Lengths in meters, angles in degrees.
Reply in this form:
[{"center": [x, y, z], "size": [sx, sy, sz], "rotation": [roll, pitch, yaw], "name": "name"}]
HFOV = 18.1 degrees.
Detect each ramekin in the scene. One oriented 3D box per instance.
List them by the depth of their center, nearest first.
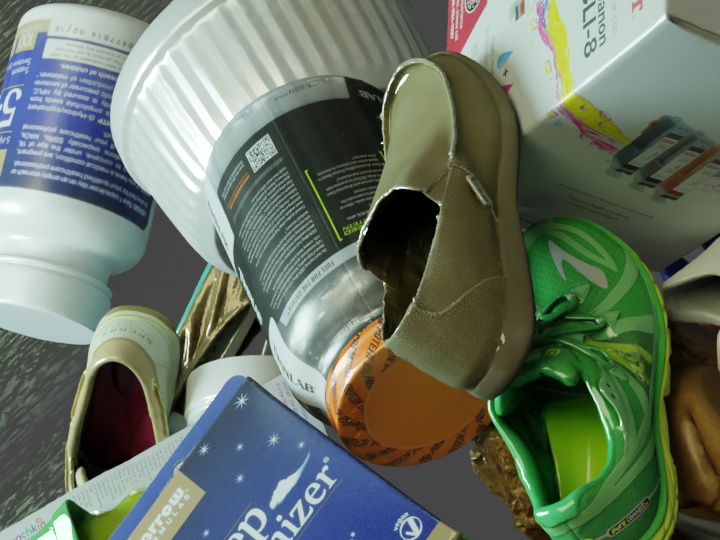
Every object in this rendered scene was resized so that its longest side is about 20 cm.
[{"center": [-0.038, -0.085, 1.329], "size": [0.200, 0.200, 0.105], "rotation": [-42, 56, 14], "name": "ramekin"}]

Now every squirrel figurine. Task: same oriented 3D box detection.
[{"center": [0.142, 0.130, 1.163], "size": [0.187, 0.141, 0.200], "rotation": [-55, 52, 19], "name": "squirrel figurine"}]

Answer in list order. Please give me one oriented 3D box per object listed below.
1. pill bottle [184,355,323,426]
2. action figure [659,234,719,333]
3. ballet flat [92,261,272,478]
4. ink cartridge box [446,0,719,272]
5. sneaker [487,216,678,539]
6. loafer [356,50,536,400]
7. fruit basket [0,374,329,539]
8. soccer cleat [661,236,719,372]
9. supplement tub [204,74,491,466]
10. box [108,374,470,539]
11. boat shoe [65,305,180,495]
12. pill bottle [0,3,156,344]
[{"center": [-0.059, 0.157, 1.299], "size": [0.110, 0.111, 0.202], "rotation": [-17, 62, 30], "name": "pill bottle"}, {"center": [0.161, -0.043, 1.267], "size": [0.065, 0.052, 0.201], "rotation": [-46, 49, 17], "name": "action figure"}, {"center": [-0.097, 0.072, 1.403], "size": [0.072, 0.068, 0.201], "rotation": [32, 87, 21], "name": "ballet flat"}, {"center": [0.152, -0.117, 1.128], "size": [0.200, 0.144, 0.147], "rotation": [-37, 42, 51], "name": "ink cartridge box"}, {"center": [0.104, 0.048, 1.072], "size": [0.074, 0.083, 0.201], "rotation": [-28, 47, 25], "name": "sneaker"}, {"center": [0.036, -0.032, 1.073], "size": [0.076, 0.067, 0.201], "rotation": [-54, 34, 37], "name": "loafer"}, {"center": [-0.086, 0.174, 1.199], "size": [0.199, 0.094, 0.186], "rotation": [-26, 59, 2], "name": "fruit basket"}, {"center": [0.219, 0.039, 1.082], "size": [0.085, 0.069, 0.200], "rotation": [-25, 35, -12], "name": "soccer cleat"}, {"center": [0.000, 0.000, 1.183], "size": [0.122, 0.122, 0.201], "rotation": [-41, 43, 14], "name": "supplement tub"}, {"center": [-0.046, 0.134, 1.103], "size": [0.200, 0.032, 0.122], "rotation": [32, 84, 43], "name": "box"}, {"center": [-0.148, 0.123, 1.349], "size": [0.073, 0.066, 0.202], "rotation": [5, 112, 9], "name": "boat shoe"}, {"center": [-0.189, -0.061, 1.479], "size": [0.119, 0.119, 0.202], "rotation": [1, 71, 36], "name": "pill bottle"}]
